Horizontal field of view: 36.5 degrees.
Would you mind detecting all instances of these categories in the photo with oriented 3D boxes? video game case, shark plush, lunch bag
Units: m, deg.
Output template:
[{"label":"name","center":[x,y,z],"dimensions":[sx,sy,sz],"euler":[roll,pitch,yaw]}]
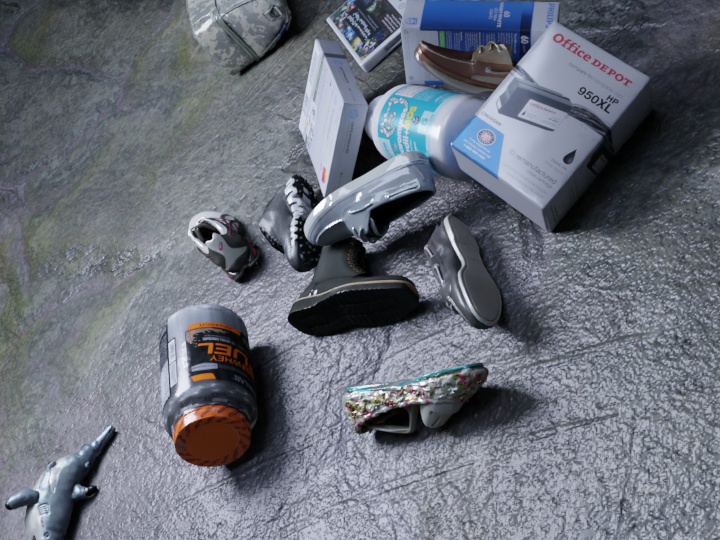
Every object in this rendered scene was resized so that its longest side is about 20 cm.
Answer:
[{"label":"video game case","center":[0.044,-0.431,1.801],"dimensions":[0.182,0.023,0.200],"euler":[-40,38,9]},{"label":"shark plush","center":[-0.410,0.315,1.563],"dimensions":[0.083,0.091,0.200],"euler":[15,45,29]},{"label":"lunch bag","center":[-0.214,-0.479,1.995],"dimensions":[0.168,0.139,0.200],"euler":[-33,40,18]}]

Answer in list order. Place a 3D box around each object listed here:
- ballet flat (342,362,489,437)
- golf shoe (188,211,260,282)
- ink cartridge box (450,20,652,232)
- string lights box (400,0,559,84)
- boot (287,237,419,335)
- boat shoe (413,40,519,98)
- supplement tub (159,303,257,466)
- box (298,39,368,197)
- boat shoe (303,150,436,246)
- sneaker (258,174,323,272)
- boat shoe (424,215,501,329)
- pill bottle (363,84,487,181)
[{"label":"ballet flat","center":[0.064,0.149,1.233],"dimensions":[0.200,0.076,0.064],"euler":[-16,77,40]},{"label":"golf shoe","center":[-0.224,-0.058,1.670],"dimensions":[0.077,0.088,0.200],"euler":[-51,36,-3]},{"label":"ink cartridge box","center":[0.227,-0.172,1.292],"dimensions":[0.145,0.084,0.200],"euler":[38,85,22]},{"label":"string lights box","center":[0.158,-0.296,1.433],"dimensions":[0.200,0.103,0.059],"euler":[4,54,11]},{"label":"boot","center":[0.000,0.000,1.415],"dimensions":[0.200,0.077,0.138],"euler":[-10,45,37]},{"label":"boat shoe","center":[0.166,-0.257,1.384],"dimensions":[0.076,0.200,0.072],"euler":[-98,28,-65]},{"label":"supplement tub","center":[-0.200,0.149,1.428],"dimensions":[0.122,0.123,0.200],"euler":[-34,40,17]},{"label":"box","center":[-0.043,-0.226,1.610],"dimensions":[0.200,0.041,0.156],"euler":[-109,26,-51]},{"label":"boat shoe","center":[0.011,-0.076,1.407],"dimensions":[0.201,0.070,0.072],"euler":[-32,60,25]},{"label":"sneaker","center":[-0.103,-0.052,1.568],"dimensions":[0.090,0.066,0.200],"euler":[-35,35,20]},{"label":"boat shoe","center":[0.118,0.013,1.299],"dimensions":[0.057,0.067,0.200],"euler":[-48,29,26]},{"label":"pill bottle","center":[0.089,-0.189,1.464],"dimensions":[0.200,0.111,0.111],"euler":[22,74,52]}]
